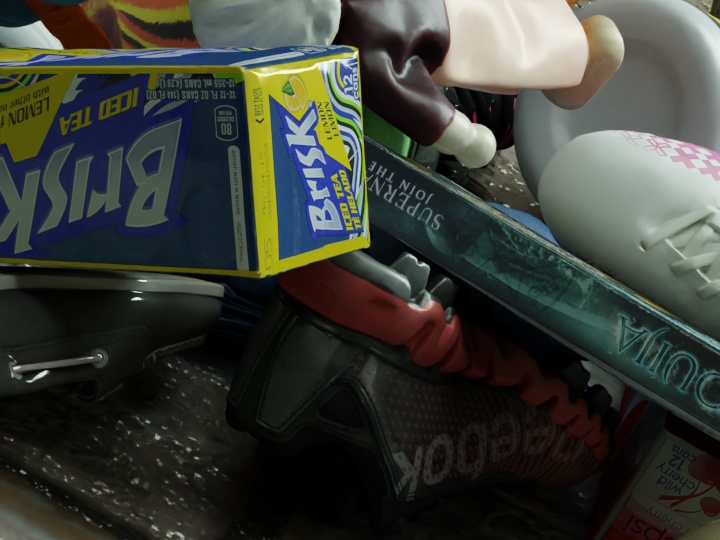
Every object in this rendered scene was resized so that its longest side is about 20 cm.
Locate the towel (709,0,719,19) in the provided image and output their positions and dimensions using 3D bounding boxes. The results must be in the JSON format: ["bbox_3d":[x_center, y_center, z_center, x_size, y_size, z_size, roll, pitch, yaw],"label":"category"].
[{"bbox_3d":[0.239,-0.065,1.330,0.023,0.144,0.200,-23,55,-33],"label":"towel"}]

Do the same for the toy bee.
[{"bbox_3d":[-0.104,-0.143,0.986,0.131,0.109,0.200,13,-30,44],"label":"toy bee"}]

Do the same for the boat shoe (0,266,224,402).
[{"bbox_3d":[-0.125,0.027,0.898,0.067,0.057,0.200,3,0,40],"label":"boat shoe"}]

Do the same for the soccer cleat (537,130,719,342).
[{"bbox_3d":[0.159,0.010,1.020,0.200,0.070,0.086,32,8,-1],"label":"soccer cleat"}]

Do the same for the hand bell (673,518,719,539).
[{"bbox_3d":[0.139,0.184,0.855,0.104,0.104,0.200,21,39,-15],"label":"hand bell"}]

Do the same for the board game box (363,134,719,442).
[{"bbox_3d":[0.076,0.010,0.960,0.200,0.028,0.135,32,4,25],"label":"board game box"}]

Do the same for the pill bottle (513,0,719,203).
[{"bbox_3d":[0.163,-0.053,1.234,0.112,0.112,0.200,45,15,30],"label":"pill bottle"}]

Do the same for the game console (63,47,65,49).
[{"bbox_3d":[-0.044,-0.126,1.167,0.200,0.031,0.177,-6,31,6],"label":"game console"}]

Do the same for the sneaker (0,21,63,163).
[{"bbox_3d":[-0.186,-0.106,1.061,0.200,0.075,0.100,45,22,13],"label":"sneaker"}]

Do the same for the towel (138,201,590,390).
[{"bbox_3d":[0.000,0.000,1.067,0.200,0.049,0.112,12,30,-30],"label":"towel"}]

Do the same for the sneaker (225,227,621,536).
[{"bbox_3d":[0.020,0.052,0.967,0.071,0.098,0.200,32,1,38],"label":"sneaker"}]

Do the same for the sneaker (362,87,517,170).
[{"bbox_3d":[0.040,-0.084,1.214,0.084,0.077,0.200,29,29,-3],"label":"sneaker"}]

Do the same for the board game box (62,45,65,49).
[{"bbox_3d":[-0.085,-0.164,1.167,0.151,0.046,0.200,-18,32,-15],"label":"board game box"}]

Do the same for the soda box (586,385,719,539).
[{"bbox_3d":[0.145,0.060,1.084,0.070,0.063,0.200,29,25,-1],"label":"soda box"}]

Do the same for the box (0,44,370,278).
[{"bbox_3d":[-0.096,-0.039,0.900,0.200,0.070,0.064,3,11,35],"label":"box"}]

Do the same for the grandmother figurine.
[{"bbox_3d":[0.017,-0.092,1.007,0.200,0.061,0.121,-1,54,-47],"label":"grandmother figurine"}]
